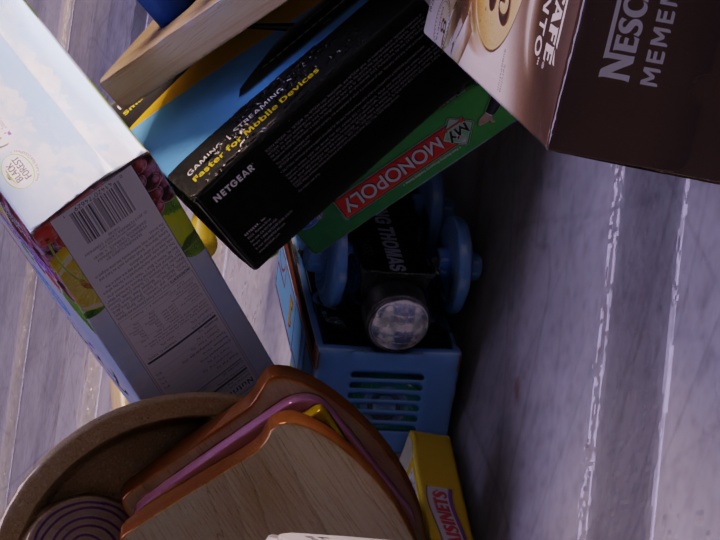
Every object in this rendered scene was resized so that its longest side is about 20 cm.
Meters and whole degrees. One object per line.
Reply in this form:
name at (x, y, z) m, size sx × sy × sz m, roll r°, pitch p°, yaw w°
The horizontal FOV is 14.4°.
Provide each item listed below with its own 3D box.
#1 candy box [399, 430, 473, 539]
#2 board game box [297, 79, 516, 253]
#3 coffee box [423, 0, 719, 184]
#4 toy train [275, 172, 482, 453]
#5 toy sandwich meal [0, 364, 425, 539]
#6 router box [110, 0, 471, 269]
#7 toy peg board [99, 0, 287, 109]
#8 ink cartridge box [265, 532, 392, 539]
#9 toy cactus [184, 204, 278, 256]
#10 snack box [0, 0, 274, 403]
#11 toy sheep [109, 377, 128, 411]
candy box at (0.030, 0.172, 1.261) m, size 0.200 × 0.026 × 0.102 m, roll -101°, pitch 23°, yaw -53°
board game box at (0.012, -0.101, 1.339) m, size 0.134 × 0.029 × 0.200 m, roll -33°, pitch 30°, yaw 11°
coffee box at (0.094, -0.116, 1.094) m, size 0.200 × 0.080 × 0.113 m, roll -126°, pitch 48°, yaw -70°
toy train at (0.000, 0.000, 1.373) m, size 0.200 × 0.087 × 0.114 m, roll -108°, pitch 25°, yaw -59°
toy sandwich meal at (-0.063, 0.143, 1.234) m, size 0.070 × 0.205 × 0.206 m, roll -128°, pitch 49°, yaw -73°
router box at (-0.010, -0.101, 1.280) m, size 0.200 × 0.051 × 0.149 m, roll -42°, pitch 27°, yaw -4°
toy peg board at (-0.033, -0.196, 1.261) m, size 0.200 × 0.098 × 0.199 m, roll -30°, pitch 17°, yaw 42°
ink cartridge box at (0.011, 0.218, 1.125) m, size 0.147 × 0.083 × 0.200 m, roll 26°, pitch 107°, yaw 54°
toy cactus at (-0.060, -0.104, 1.669) m, size 0.165 × 0.102 × 0.200 m, roll -57°, pitch 18°, yaw 35°
snack box at (-0.120, -0.020, 1.290) m, size 0.169 × 0.068 × 0.200 m, roll 49°, pitch 172°, yaw 42°
toy sheep at (-0.102, 0.130, 1.581) m, size 0.200 × 0.138 × 0.138 m, roll 87°, pitch -179°, yaw -55°
